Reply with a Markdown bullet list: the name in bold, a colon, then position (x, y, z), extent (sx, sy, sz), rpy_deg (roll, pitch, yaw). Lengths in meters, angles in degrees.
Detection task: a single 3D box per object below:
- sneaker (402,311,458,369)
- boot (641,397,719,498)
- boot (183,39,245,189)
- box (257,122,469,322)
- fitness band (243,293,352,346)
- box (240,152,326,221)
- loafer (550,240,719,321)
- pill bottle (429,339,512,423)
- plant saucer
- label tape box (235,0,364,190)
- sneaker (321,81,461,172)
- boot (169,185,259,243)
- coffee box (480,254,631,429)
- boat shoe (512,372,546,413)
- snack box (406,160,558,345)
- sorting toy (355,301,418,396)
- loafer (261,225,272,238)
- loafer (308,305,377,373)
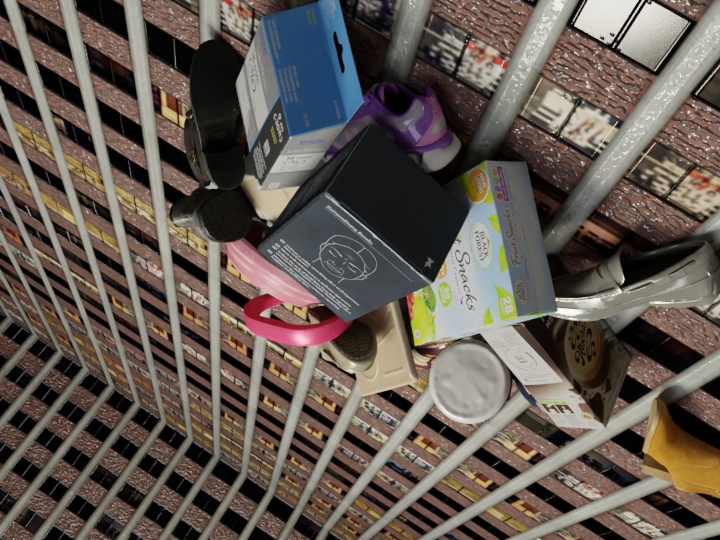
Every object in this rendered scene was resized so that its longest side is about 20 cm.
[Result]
- **sneaker**: position (0.107, 0.112, 1.172), extent (0.090, 0.076, 0.199), rpy_deg (38, 159, -23)
- **boot**: position (0.461, 0.246, 1.008), extent (0.142, 0.072, 0.202), rpy_deg (11, 147, 26)
- **boot**: position (-0.211, -0.204, 1.003), extent (0.174, 0.068, 0.204), rpy_deg (-150, 56, -62)
- **box**: position (-0.003, -0.045, 0.839), extent (0.148, 0.108, 0.199), rpy_deg (40, 151, -14)
- **fitness band**: position (-0.095, 0.065, 1.170), extent (0.197, 0.143, 0.038), rpy_deg (9, 122, 38)
- **box**: position (-0.062, -0.113, 0.992), extent (0.197, 0.078, 0.096), rpy_deg (12, 146, 36)
- **loafer**: position (0.284, 0.007, 0.805), extent (0.197, 0.070, 0.070), rpy_deg (-12, 121, 30)
- **pill bottle**: position (0.165, 0.162, 1.080), extent (0.111, 0.114, 0.200), rpy_deg (25, 178, 16)
- **plant saucer**: position (-0.127, -0.009, 1.130), extent (0.199, 0.051, 0.201), rpy_deg (34, -169, -7)
- **label tape box**: position (-0.075, -0.197, 0.814), extent (0.200, 0.062, 0.147), rpy_deg (-41, 60, 61)
- **sneaker**: position (0.017, -0.170, 0.834), extent (0.197, 0.081, 0.090), rpy_deg (10, 135, 35)
- **boot**: position (-0.217, -0.079, 1.049), extent (0.129, 0.200, 0.071), rpy_deg (-7, 104, 19)
- **coffee box**: position (0.248, 0.093, 0.940), extent (0.200, 0.114, 0.079), rpy_deg (47, 148, -23)
- **boat shoe**: position (0.237, 0.130, 1.058), extent (0.202, 0.074, 0.092), rpy_deg (57, 163, -16)
- **snack box**: position (0.124, -0.014, 0.862), extent (0.199, 0.067, 0.172), rpy_deg (-27, 71, 57)
- **sorting toy**: position (0.026, 0.094, 1.169), extent (0.200, 0.036, 0.189), rpy_deg (-32, 71, 62)
- **loafer**: position (-0.064, -0.032, 1.083), extent (0.199, 0.074, 0.071), rpy_deg (22, -164, -50)
- **loafer**: position (-0.026, 0.115, 1.165), extent (0.200, 0.074, 0.070), rpy_deg (-137, 38, -62)
